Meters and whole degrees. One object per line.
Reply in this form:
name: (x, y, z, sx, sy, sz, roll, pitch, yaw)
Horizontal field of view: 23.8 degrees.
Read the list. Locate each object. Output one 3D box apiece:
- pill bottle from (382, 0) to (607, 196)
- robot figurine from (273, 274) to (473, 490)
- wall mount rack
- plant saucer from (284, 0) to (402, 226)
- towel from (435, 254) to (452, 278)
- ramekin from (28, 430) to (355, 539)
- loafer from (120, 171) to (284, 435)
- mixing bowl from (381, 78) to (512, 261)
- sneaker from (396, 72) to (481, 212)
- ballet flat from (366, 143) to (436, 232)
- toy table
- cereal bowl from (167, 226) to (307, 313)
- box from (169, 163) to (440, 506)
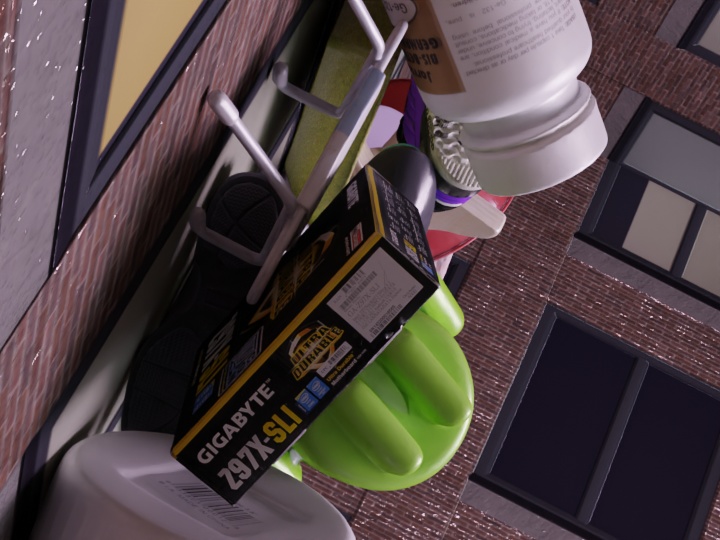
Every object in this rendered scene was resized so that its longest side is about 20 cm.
pill bottle: (0.080, -0.154, 1.059, 0.114, 0.201, 0.115, -20, -156, 9)
robot figurine: (0.001, 0.077, 1.096, 0.175, 0.116, 0.200, -45, -169, -9)
wall mount rack: (-0.038, -0.089, 0.961, 0.201, 0.074, 0.174, -63, -178, -24)
plant saucer: (0.001, -0.154, 1.206, 0.200, 0.048, 0.200, 115, -5, -52)
towel: (-0.022, 0.023, 1.568, 0.032, 0.199, 0.192, 56, 47, -39)
ramekin: (-0.098, 0.171, 0.983, 0.200, 0.199, 0.098, -56, 164, -78)
loafer: (-0.090, 0.032, 1.089, 0.063, 0.072, 0.201, -28, 142, -79)
mixing bowl: (0.034, -0.102, 1.552, 0.109, 0.199, 0.201, 61, 40, -33)
sneaker: (0.060, -0.134, 1.299, 0.100, 0.069, 0.201, 130, -33, -59)
ballet flat: (0.000, 0.000, 1.253, 0.200, 0.073, 0.073, -59, -179, 35)
toy table: (0.015, -0.066, 1.375, 0.117, 0.183, 0.201, -36, -145, 57)
cereal bowl: (-0.087, 0.043, 1.214, 0.201, 0.083, 0.200, -64, 177, -5)
box: (-0.031, 0.029, 0.951, 0.160, 0.049, 0.200, -49, -170, 10)
